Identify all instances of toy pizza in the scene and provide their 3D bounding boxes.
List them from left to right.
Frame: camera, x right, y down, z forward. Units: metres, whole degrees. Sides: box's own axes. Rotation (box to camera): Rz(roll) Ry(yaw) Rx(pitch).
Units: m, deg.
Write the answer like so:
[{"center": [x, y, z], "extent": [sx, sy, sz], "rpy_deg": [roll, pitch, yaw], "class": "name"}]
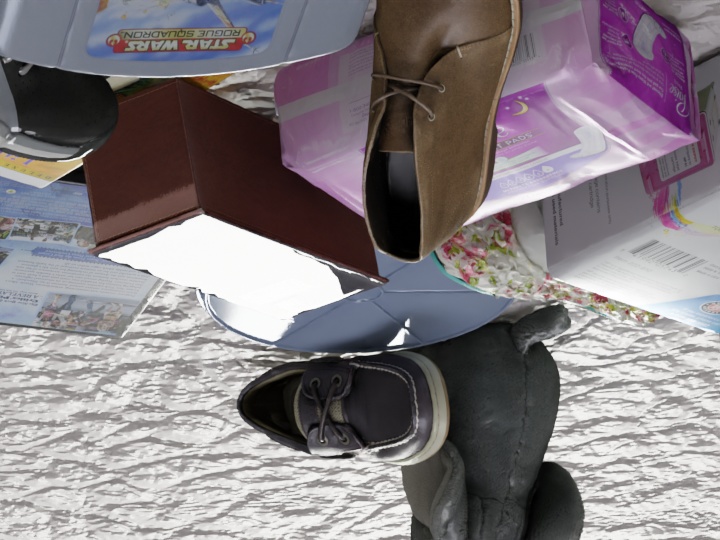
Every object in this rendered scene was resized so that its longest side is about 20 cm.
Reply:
[{"center": [0.000, 0.000, 1.804], "extent": [0.199, 0.032, 0.200], "rpy_deg": [-3, 157, -1], "class": "toy pizza"}]

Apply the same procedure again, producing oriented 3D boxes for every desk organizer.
[{"center": [-0.068, -0.036, 1.623], "extent": [0.072, 0.077, 0.200], "rpy_deg": [-19, 161, 25], "class": "desk organizer"}]

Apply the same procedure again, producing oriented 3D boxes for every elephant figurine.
[{"center": [0.075, 0.146, 1.924], "extent": [0.141, 0.201, 0.155], "rpy_deg": [-5, 155, 7], "class": "elephant figurine"}]

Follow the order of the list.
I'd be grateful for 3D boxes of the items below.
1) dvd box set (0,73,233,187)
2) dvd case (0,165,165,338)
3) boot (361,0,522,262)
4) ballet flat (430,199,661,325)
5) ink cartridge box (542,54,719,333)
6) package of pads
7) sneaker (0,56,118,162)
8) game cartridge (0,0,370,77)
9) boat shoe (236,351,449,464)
[{"center": [-0.163, -0.108, 1.557], "extent": [0.146, 0.030, 0.200], "rpy_deg": [20, 147, -39], "class": "dvd box set"}, {"center": [-0.178, -0.013, 1.776], "extent": [0.142, 0.018, 0.200], "rpy_deg": [7, 153, -21], "class": "dvd case"}, {"center": [0.033, -0.096, 1.460], "extent": [0.073, 0.075, 0.201], "rpy_deg": [11, 123, 19], "class": "boot"}, {"center": [0.124, -0.016, 1.743], "extent": [0.064, 0.076, 0.200], "rpy_deg": [-31, 153, 36], "class": "ballet flat"}, {"center": [0.219, -0.049, 1.656], "extent": [0.144, 0.085, 0.200], "rpy_deg": [18, 149, -38], "class": "ink cartridge box"}, {"center": [0.065, -0.087, 1.571], "extent": [0.199, 0.076, 0.120], "rpy_deg": [-19, 150, 31], "class": "package of pads"}, {"center": [-0.178, -0.134, 1.415], "extent": [0.200, 0.075, 0.115], "rpy_deg": [32, 134, -22], "class": "sneaker"}, {"center": [-0.077, -0.148, 1.388], "extent": [0.199, 0.042, 0.133], "rpy_deg": [-3, 132, -27], "class": "game cartridge"}, {"center": [-0.013, 0.088, 1.889], "extent": [0.065, 0.072, 0.200], "rpy_deg": [-5, -177, -29], "class": "boat shoe"}]
